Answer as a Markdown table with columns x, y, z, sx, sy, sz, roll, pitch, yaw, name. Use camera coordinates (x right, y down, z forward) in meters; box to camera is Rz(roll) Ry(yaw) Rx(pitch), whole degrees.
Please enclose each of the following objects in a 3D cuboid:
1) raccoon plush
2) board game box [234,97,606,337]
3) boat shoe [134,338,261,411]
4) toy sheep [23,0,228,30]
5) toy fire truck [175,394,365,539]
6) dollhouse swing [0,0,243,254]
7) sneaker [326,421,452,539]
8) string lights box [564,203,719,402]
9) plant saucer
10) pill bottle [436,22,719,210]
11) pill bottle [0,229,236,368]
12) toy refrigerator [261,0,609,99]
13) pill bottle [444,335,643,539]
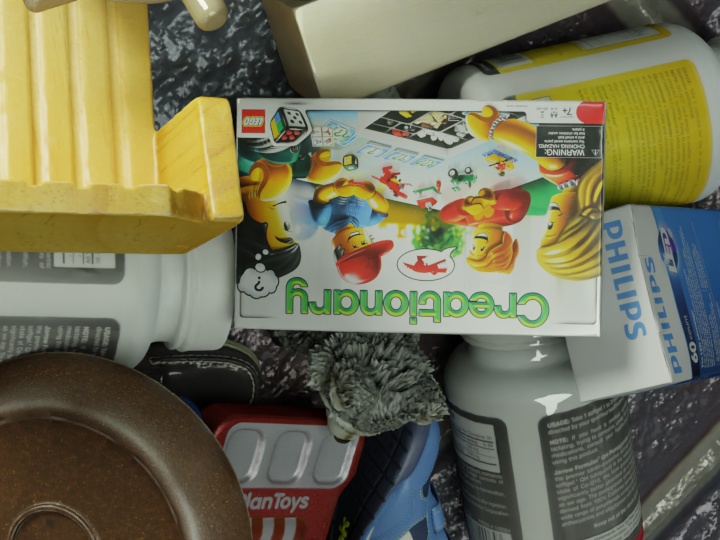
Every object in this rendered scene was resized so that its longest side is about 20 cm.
| x | y | z | sx | sy | sz | roll | pitch | yaw | name |
| --- | --- | --- | --- | --- | --- | --- | --- | --- | --- |
| 0.000 | 0.000 | 0.978 | 0.097 | 0.134 | 0.200 | -7 | 109 | -17 | raccoon plush |
| 0.032 | -0.029 | 0.915 | 0.200 | 0.035 | 0.126 | 1 | 93 | 6 | board game box |
| -0.151 | 0.081 | 0.990 | 0.200 | 0.065 | 0.072 | -2 | 112 | -18 | boat shoe |
| -0.125 | -0.199 | 0.857 | 0.138 | 0.138 | 0.200 | -28 | 76 | -9 | toy sheep |
| -0.098 | 0.153 | 0.988 | 0.200 | 0.112 | 0.168 | 9 | 102 | -40 | toy fire truck |
| -0.173 | -0.101 | 0.832 | 0.200 | 0.182 | 0.176 | 2 | 83 | -19 | dollhouse swing |
| 0.025 | 0.170 | 1.079 | 0.082 | 0.074 | 0.200 | 5 | 113 | -20 | sneaker |
| 0.184 | 0.017 | 1.009 | 0.200 | 0.059 | 0.103 | -1 | 77 | -60 | string lights box |
| -0.156 | 0.144 | 0.889 | 0.200 | 0.034 | 0.200 | 3 | 101 | 16 | plant saucer |
| 0.154 | -0.087 | 1.016 | 0.200 | 0.112 | 0.112 | -13 | 111 | -14 | pill bottle |
| -0.174 | 0.003 | 0.933 | 0.200 | 0.111 | 0.111 | 2 | 106 | -19 | pill bottle |
| 0.050 | -0.165 | 0.975 | 0.200 | 0.076 | 0.070 | -23 | 113 | -10 | toy refrigerator |
| 0.112 | 0.097 | 1.053 | 0.111 | 0.111 | 0.200 | -15 | 111 | -14 | pill bottle |
